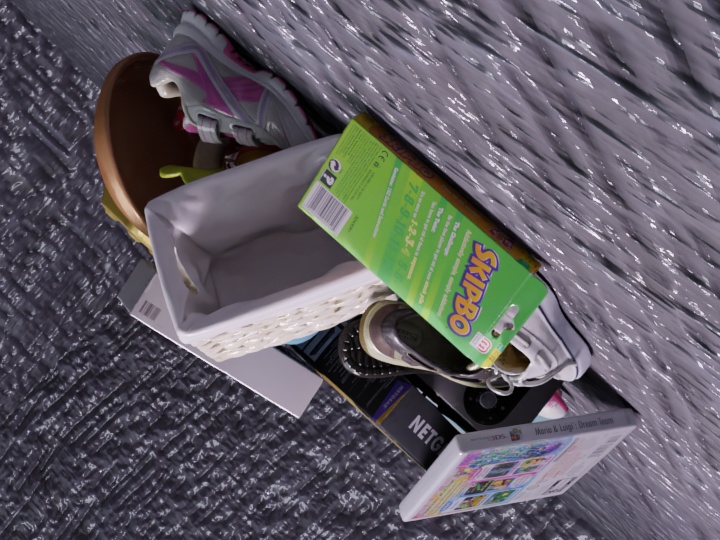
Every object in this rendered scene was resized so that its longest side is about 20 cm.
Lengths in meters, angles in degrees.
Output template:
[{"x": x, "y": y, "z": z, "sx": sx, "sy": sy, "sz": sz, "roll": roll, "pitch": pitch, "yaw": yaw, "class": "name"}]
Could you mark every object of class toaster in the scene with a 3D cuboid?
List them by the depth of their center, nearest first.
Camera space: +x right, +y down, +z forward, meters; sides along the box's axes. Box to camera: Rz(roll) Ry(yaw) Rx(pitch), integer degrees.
[{"x": 0.105, "y": 0.089, "z": 1.518, "sx": 0.181, "sy": 0.119, "sz": 0.200, "roll": 43, "pitch": 175, "yaw": 2, "class": "toaster"}]

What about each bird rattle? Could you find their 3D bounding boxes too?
[{"x": -0.116, "y": -0.106, "z": 1.460, "sx": 0.161, "sy": 0.201, "sz": 0.113, "roll": 12, "pitch": 137, "yaw": -3, "class": "bird rattle"}]

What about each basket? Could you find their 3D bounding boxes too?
[{"x": -0.071, "y": -0.013, "z": 1.315, "sx": 0.123, "sy": 0.198, "sz": 0.137, "roll": 63, "pitch": -172, "yaw": -68, "class": "basket"}]

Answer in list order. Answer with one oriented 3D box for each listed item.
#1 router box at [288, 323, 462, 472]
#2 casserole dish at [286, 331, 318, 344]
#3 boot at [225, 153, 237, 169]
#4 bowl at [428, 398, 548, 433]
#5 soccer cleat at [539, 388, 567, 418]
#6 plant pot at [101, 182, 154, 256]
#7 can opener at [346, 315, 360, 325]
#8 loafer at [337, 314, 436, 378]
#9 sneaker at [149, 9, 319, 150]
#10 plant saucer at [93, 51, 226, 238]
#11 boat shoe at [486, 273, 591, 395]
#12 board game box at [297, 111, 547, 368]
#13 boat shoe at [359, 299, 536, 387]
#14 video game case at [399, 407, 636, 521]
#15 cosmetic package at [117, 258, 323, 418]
[{"x": 0.031, "y": 0.136, "z": 1.508, "sx": 0.157, "sy": 0.052, "sz": 0.200, "roll": 38, "pitch": 174, "yaw": 41, "class": "router box"}, {"x": -0.085, "y": 0.003, "z": 1.430, "sx": 0.199, "sy": 0.121, "sz": 0.039, "roll": 30, "pitch": 154, "yaw": 35, "class": "casserole dish"}, {"x": -0.076, "y": -0.107, "z": 1.547, "sx": 0.199, "sy": 0.070, "sz": 0.147, "roll": -14, "pitch": 107, "yaw": 51, "class": "boot"}, {"x": 0.144, "y": 0.144, "z": 1.811, "sx": 0.200, "sy": 0.105, "sz": 0.201, "roll": 41, "pitch": 175, "yaw": 4, "class": "bowl"}, {"x": 0.137, "y": 0.111, "z": 1.657, "sx": 0.200, "sy": 0.086, "sz": 0.070, "roll": 42, "pitch": 176, "yaw": 0, "class": "soccer cleat"}, {"x": -0.195, "y": -0.102, "z": 1.800, "sx": 0.194, "sy": 0.200, "sz": 0.195, "roll": 45, "pitch": 174, "yaw": -35, "class": "plant pot"}, {"x": 0.000, "y": 0.000, "z": 1.487, "sx": 0.078, "sy": 0.064, "sz": 0.201, "roll": 24, "pitch": 144, "yaw": 15, "class": "can opener"}, {"x": 0.070, "y": 0.061, "z": 1.388, "sx": 0.198, "sy": 0.074, "sz": 0.071, "roll": 3, "pitch": -173, "yaw": -16, "class": "loafer"}, {"x": -0.115, "y": -0.147, "z": 1.370, "sx": 0.200, "sy": 0.088, "sz": 0.081, "roll": 40, "pitch": 175, "yaw": 20, "class": "sneaker"}, {"x": -0.204, "y": -0.117, "z": 1.497, "sx": 0.037, "sy": 0.202, "sz": 0.200, "roll": -13, "pitch": 142, "yaw": 28, "class": "plant saucer"}, {"x": 0.133, "y": 0.064, "z": 1.243, "sx": 0.074, "sy": 0.086, "sz": 0.202, "roll": 40, "pitch": 174, "yaw": 29, "class": "boat shoe"}, {"x": 0.049, "y": -0.022, "z": 1.146, "sx": 0.200, "sy": 0.096, "sz": 0.030, "roll": 43, "pitch": -145, "yaw": 11, "class": "board game box"}, {"x": 0.098, "y": 0.068, "z": 1.318, "sx": 0.199, "sy": 0.073, "sz": 0.066, "roll": 12, "pitch": 180, "yaw": -24, "class": "boat shoe"}, {"x": 0.147, "y": 0.189, "z": 1.433, "sx": 0.200, "sy": 0.180, "sz": 0.024, "roll": 118, "pitch": 141, "yaw": -60, "class": "video game case"}, {"x": -0.135, "y": 0.065, "z": 1.442, "sx": 0.199, "sy": 0.051, "sz": 0.082, "roll": 34, "pitch": 177, "yaw": -21, "class": "cosmetic package"}]
